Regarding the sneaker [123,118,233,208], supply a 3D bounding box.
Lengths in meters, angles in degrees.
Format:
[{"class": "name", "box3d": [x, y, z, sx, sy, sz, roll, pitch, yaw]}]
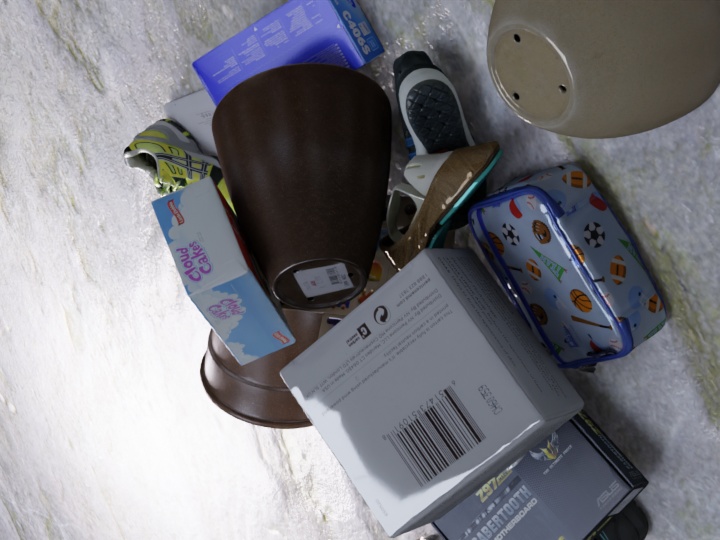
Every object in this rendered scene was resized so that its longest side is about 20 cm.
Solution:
[{"class": "sneaker", "box3d": [-0.202, -0.103, 1.928, 0.200, 0.076, 0.076, 35, 142, 27]}]

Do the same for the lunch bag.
[{"class": "lunch bag", "box3d": [0.193, 0.002, 1.529, 0.160, 0.075, 0.200, -16, 105, 59]}]

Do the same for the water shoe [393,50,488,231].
[{"class": "water shoe", "box3d": [0.079, -0.129, 1.580, 0.079, 0.071, 0.200, -108, 3, -47]}]

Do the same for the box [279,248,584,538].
[{"class": "box", "box3d": [0.069, 0.114, 1.534, 0.199, 0.131, 0.200, -40, 75, 19]}]

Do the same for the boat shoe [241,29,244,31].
[{"class": "boat shoe", "box3d": [-0.099, -0.165, 1.766, 0.072, 0.066, 0.201, -7, 113, 55]}]

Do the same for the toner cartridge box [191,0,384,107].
[{"class": "toner cartridge box", "box3d": [-0.077, -0.219, 1.652, 0.200, 0.043, 0.095, -24, 100, 39]}]

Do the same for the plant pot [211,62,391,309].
[{"class": "plant pot", "box3d": [-0.049, -0.070, 1.595, 0.187, 0.186, 0.200, 112, 155, -54]}]

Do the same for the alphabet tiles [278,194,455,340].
[{"class": "alphabet tiles", "box3d": [0.000, 0.000, 1.674, 0.199, 0.168, 0.008, 5, 168, 28]}]

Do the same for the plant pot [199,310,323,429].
[{"class": "plant pot", "box3d": [-0.085, 0.042, 1.836, 0.200, 0.200, 0.199, 31, 134, 33]}]

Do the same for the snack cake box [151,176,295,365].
[{"class": "snack cake box", "box3d": [-0.135, 0.004, 1.617, 0.200, 0.067, 0.115, 63, -176, -64]}]

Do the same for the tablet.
[{"class": "tablet", "box3d": [-0.160, -0.156, 1.907, 0.200, 0.014, 0.130, -8, 113, 56]}]

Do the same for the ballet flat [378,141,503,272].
[{"class": "ballet flat", "box3d": [0.066, -0.067, 1.542, 0.072, 0.068, 0.200, 37, 140, 6]}]

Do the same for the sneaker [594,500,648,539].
[{"class": "sneaker", "box3d": [0.210, 0.234, 1.690, 0.200, 0.079, 0.075, 38, 149, 10]}]

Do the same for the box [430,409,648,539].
[{"class": "box", "box3d": [0.173, 0.228, 1.649, 0.200, 0.051, 0.158, -49, 66, 20]}]

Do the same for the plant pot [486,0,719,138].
[{"class": "plant pot", "box3d": [0.181, -0.188, 1.310, 0.200, 0.134, 0.201, 33, 141, 31]}]

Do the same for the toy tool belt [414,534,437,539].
[{"class": "toy tool belt", "box3d": [0.101, 0.405, 1.977, 0.200, 0.125, 0.123, -10, 102, 56]}]
